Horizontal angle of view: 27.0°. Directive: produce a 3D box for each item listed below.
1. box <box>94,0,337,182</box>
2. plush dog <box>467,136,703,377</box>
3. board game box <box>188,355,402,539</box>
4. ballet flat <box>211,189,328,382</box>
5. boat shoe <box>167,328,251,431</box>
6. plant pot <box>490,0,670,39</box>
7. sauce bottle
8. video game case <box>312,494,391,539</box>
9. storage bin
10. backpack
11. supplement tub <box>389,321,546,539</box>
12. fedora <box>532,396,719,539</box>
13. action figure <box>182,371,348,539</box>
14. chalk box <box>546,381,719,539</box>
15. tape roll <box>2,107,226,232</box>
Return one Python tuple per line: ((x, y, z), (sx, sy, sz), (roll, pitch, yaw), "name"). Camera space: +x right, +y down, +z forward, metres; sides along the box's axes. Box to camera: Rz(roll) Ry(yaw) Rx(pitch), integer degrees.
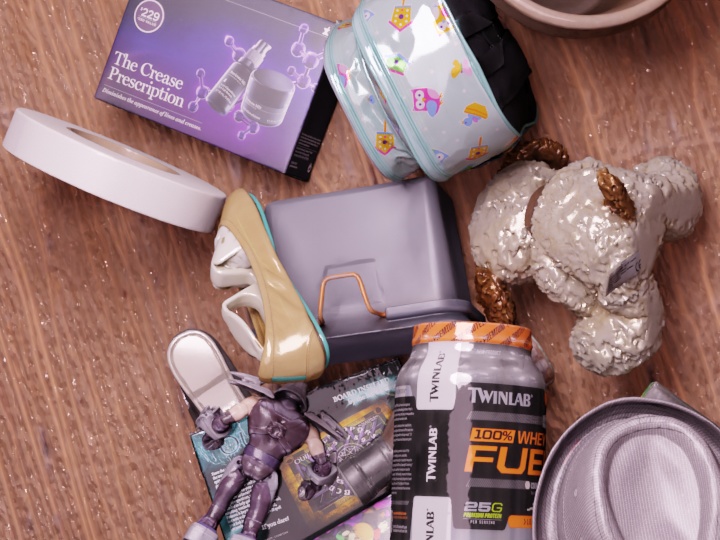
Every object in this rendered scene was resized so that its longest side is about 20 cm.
((-0.120, -0.183, 1.357), (0.198, 0.079, 0.142), (22, 92, 15), "box")
((0.164, -0.032, 1.230), (0.171, 0.160, 0.202), (5, 65, 38), "plush dog")
((-0.036, 0.173, 1.320), (0.198, 0.028, 0.136), (-19, 85, -2), "board game box")
((-0.088, 0.009, 1.213), (0.062, 0.069, 0.201), (-14, 48, -18), "ballet flat")
((-0.115, 0.145, 1.365), (0.066, 0.057, 0.201), (-26, 86, -3), "boat shoe")
((0.172, -0.268, 1.217), (0.198, 0.175, 0.202), (0, 81, 1), "plant pot")
((0.070, 0.124, 1.278), (0.199, 0.065, 0.065), (-34, 80, -4), "sauce bottle")
((0.029, 0.298, 1.239), (0.180, 0.036, 0.201), (-29, 65, 1), "video game case")
((0.000, 0.000, 1.295), (0.198, 0.145, 0.136), (-9, 76, 15), "storage bin")
((0.057, -0.161, 1.225), (0.152, 0.200, 0.177), (-25, 99, 8), "backpack")
((0.085, 0.145, 1.181), (0.121, 0.122, 0.202), (-1, 82, 15), "supplement tub")
((0.215, 0.187, 1.096), (0.175, 0.090, 0.202), (0, 74, 3), "fedora")
((-0.092, 0.173, 1.273), (0.129, 0.069, 0.201), (24, 71, 9), "action figure")
((0.223, 0.214, 1.200), (0.124, 0.124, 0.201), (35, 79, 12), "chalk box")
((-0.214, -0.088, 1.317), (0.201, 0.203, 0.037), (24, 95, 14), "tape roll")
